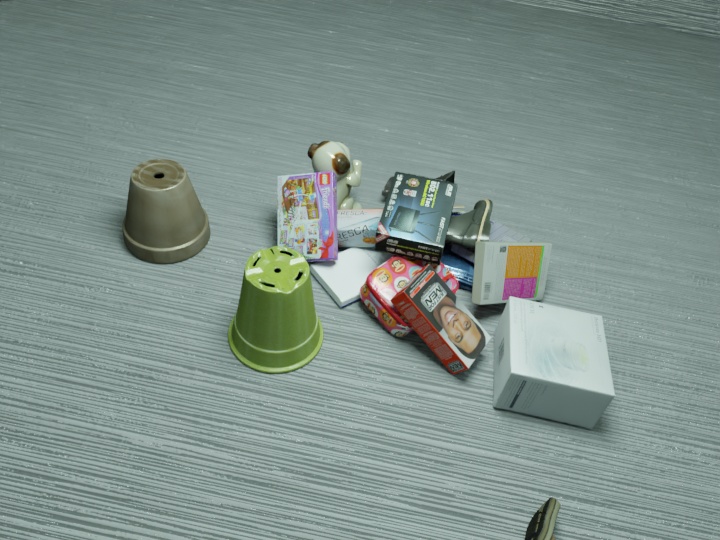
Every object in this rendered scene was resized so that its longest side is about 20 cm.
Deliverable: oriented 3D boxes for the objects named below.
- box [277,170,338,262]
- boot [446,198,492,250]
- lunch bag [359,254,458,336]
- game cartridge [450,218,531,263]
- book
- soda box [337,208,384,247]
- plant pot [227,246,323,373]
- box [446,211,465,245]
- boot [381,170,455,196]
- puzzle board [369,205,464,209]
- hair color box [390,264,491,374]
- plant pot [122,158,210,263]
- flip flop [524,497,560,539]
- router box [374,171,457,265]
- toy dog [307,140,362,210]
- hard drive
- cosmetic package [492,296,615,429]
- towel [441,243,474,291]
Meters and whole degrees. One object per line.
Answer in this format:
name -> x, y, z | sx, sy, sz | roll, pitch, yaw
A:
box -> -0.121, -0.121, 1.351 | 0.134, 0.039, 0.204 | -3, 82, 13
boot -> 0.238, -0.123, 1.395 | 0.136, 0.079, 0.201 | 11, 32, 7
lunch bag -> 0.114, 0.050, 1.285 | 0.199, 0.082, 0.177 | -33, 75, -33
game cartridge -> 0.319, -0.059, 1.419 | 0.129, 0.039, 0.199 | 35, 39, 23
book -> 0.336, 0.004, 1.311 | 0.197, 0.136, 0.048 | -1, 8, -33
soda box -> -0.011, -0.099, 1.390 | 0.197, 0.064, 0.069 | 0, 52, 16
plant pot -> -0.164, 0.061, 1.156 | 0.196, 0.192, 0.202 | 5, 43, -4
box -> 0.172, -0.098, 1.463 | 0.196, 0.065, 0.071 | -4, 45, -12
boot -> 0.159, -0.235, 1.596 | 0.171, 0.070, 0.200 | 11, 26, 21
puzzle board -> 0.139, -0.151, 1.478 | 0.197, 0.018, 0.150 | -5, 7, -19
hair color box -> 0.164, 0.099, 1.199 | 0.201, 0.061, 0.101 | 49, 55, -2
plant pot -> -0.445, -0.145, 1.331 | 0.196, 0.175, 0.202 | 5, 45, -5
flip flop -> 0.283, 0.450, 0.928 | 0.057, 0.082, 0.200 | 38, 44, 9
router box -> 0.125, -0.119, 1.304 | 0.147, 0.063, 0.202 | 12, 54, 8
toy dog -> -0.081, -0.227, 1.453 | 0.139, 0.202, 0.193 | 36, 50, 26
hard drive -> 0.000, 0.000, 1.362 | 0.198, 0.026, 0.132 | -23, 53, -29
cosmetic package -> 0.378, 0.180, 1.176 | 0.197, 0.124, 0.201 | 12, 44, 1
towel -> 0.257, -0.005, 1.394 | 0.197, 0.049, 0.112 | 18, 44, 9
